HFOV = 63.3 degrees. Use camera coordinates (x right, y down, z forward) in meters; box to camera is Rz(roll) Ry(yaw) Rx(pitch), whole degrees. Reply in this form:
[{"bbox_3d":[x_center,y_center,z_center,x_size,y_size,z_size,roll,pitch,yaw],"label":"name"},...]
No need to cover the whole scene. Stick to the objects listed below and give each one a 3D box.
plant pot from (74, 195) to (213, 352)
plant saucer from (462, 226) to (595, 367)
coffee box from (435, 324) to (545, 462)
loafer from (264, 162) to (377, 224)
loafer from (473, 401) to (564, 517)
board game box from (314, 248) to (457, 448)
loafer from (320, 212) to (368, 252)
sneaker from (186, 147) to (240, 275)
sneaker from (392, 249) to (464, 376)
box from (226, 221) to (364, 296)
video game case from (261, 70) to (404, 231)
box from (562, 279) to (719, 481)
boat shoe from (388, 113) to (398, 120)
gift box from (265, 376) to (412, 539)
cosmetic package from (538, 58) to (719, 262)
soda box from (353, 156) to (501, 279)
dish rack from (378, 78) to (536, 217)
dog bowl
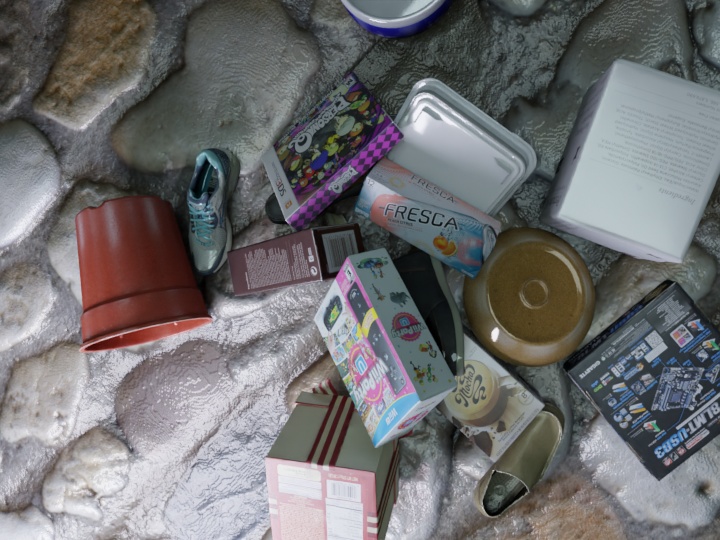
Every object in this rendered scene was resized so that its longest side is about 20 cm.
[{"bbox_3d":[-0.344,0.003,0.901,0.196,0.201,0.201,-16,83,11],"label":"plant pot"},{"bbox_3d":[0.246,0.034,0.837,0.194,0.035,0.206,0,81,0],"label":"plant saucer"},{"bbox_3d":[0.157,0.163,0.866,0.199,0.080,0.114,41,99,5],"label":"coffee box"},{"bbox_3d":[-0.064,-0.126,0.892,0.196,0.072,0.074,-24,90,11],"label":"loafer"},{"bbox_3d":[0.239,0.289,0.866,0.075,0.067,0.203,30,98,7],"label":"loafer"},{"bbox_3d":[0.024,0.100,0.757,0.203,0.063,0.149,61,144,24],"label":"board game box"},{"bbox_3d":[0.000,0.000,0.892,0.067,0.076,0.204,-22,79,-25],"label":"loafer"},{"bbox_3d":[-0.247,-0.094,0.920,0.075,0.086,0.206,7,95,10],"label":"sneaker"},{"bbox_3d":[0.075,0.063,0.791,0.103,0.076,0.203,-12,47,-1],"label":"sneaker"},{"bbox_3d":[-0.095,-0.015,0.849,0.197,0.099,0.077,-13,90,42],"label":"box"},{"bbox_3d":[-0.049,-0.178,0.850,0.199,0.036,0.183,-40,43,11],"label":"video game case"},{"bbox_3d":[0.430,0.155,0.833,0.199,0.050,0.199,-42,87,10],"label":"box"},{"bbox_3d":[0.096,-0.206,0.865,0.196,0.072,0.067,12,65,22],"label":"boat shoe"},{"bbox_3d":[-0.024,0.279,0.851,0.179,0.187,0.206,8,110,11],"label":"gift box"},{"bbox_3d":[0.355,-0.134,0.769,0.161,0.165,0.205,21,96,8],"label":"cosmetic package"},{"bbox_3d":[0.092,-0.075,0.811,0.197,0.069,0.064,29,132,4],"label":"soda box"},{"bbox_3d":[0.123,-0.147,0.814,0.198,0.044,0.172,35,138,-1],"label":"dish rack"},{"bbox_3d":[0.052,-0.452,0.848,0.194,0.079,0.206,1,94,10],"label":"dog bowl"}]
